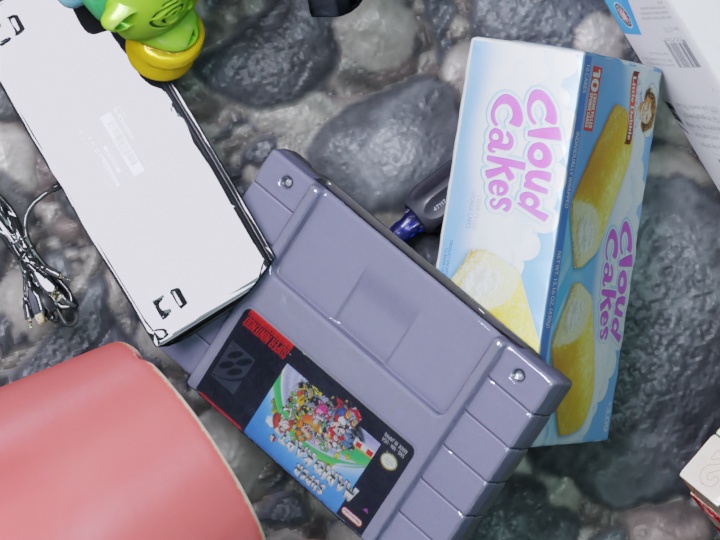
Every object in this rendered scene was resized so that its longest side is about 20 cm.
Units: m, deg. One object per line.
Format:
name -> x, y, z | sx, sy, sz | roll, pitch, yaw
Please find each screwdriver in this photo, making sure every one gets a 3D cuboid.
screwdriver -> 0.000, 0.000, 1.517 | 0.200, 0.028, 0.029 | -42, 129, -2

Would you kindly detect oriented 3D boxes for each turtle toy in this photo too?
turtle toy -> -0.099, -0.200, 1.424 | 0.100, 0.146, 0.201 | 21, 60, -4

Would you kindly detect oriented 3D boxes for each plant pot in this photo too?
plant pot -> -0.155, 0.140, 1.422 | 0.177, 0.200, 0.201 | -34, 100, -15

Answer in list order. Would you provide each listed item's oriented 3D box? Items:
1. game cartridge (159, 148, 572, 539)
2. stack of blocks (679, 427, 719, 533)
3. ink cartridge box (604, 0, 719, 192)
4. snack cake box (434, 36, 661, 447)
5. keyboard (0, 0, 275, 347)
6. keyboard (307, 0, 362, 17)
game cartridge -> -0.004, 0.048, 1.447 | 0.200, 0.038, 0.130 | 39, 102, 23
stack of blocks -> 0.266, 0.068, 1.521 | 0.058, 0.115, 0.200 | 39, 85, 29
ink cartridge box -> 0.211, -0.089, 1.503 | 0.068, 0.116, 0.201 | -34, 101, -7
snack cake box -> 0.093, -0.014, 1.480 | 0.067, 0.115, 0.202 | 10, 94, 28
keyboard -> -0.141, -0.050, 1.464 | 0.127, 0.021, 0.201 | -31, 83, 1
keyboard -> -0.015, -0.214, 1.373 | 0.039, 0.104, 0.201 | 2, 122, 26
